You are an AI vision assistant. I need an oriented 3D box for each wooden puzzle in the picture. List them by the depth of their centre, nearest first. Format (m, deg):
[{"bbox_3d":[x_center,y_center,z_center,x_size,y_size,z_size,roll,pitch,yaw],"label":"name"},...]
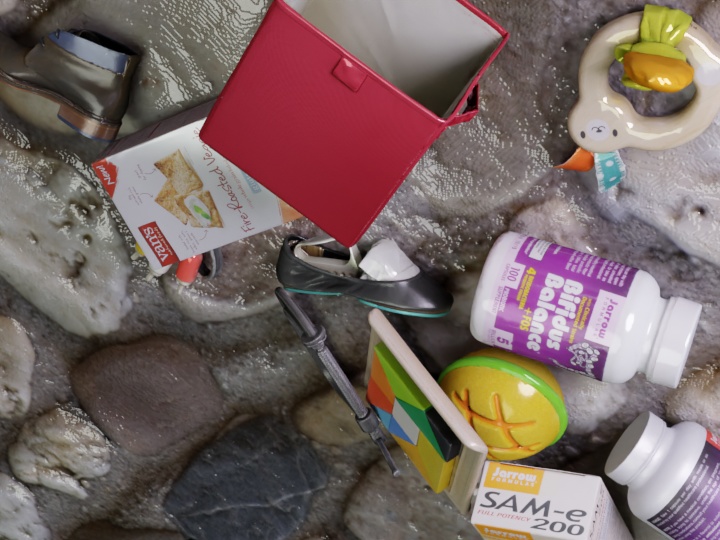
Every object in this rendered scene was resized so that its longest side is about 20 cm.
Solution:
[{"bbox_3d":[0.058,0.152,1.427,0.185,0.037,0.200,51,163,23],"label":"wooden puzzle"}]

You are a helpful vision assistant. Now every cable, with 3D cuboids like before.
[{"bbox_3d":[-0.179,-0.053,1.482,0.097,0.050,0.200,34,133,4],"label":"cable"}]

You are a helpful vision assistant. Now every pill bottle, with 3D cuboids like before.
[{"bbox_3d":[0.213,0.042,1.305,0.200,0.112,0.112,17,130,16],"label":"pill bottle"},{"bbox_3d":[0.347,0.227,1.374,0.200,0.113,0.113,35,133,0],"label":"pill bottle"}]

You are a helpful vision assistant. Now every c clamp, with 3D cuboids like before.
[{"bbox_3d":[-0.026,0.107,1.472,0.027,0.171,0.200,-34,116,-4],"label":"c clamp"}]

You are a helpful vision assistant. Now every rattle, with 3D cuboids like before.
[{"bbox_3d":[0.221,-0.115,1.170,0.130,0.143,0.200,28,129,-19],"label":"rattle"}]

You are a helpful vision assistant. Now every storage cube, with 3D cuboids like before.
[{"bbox_3d":[-0.006,-0.162,1.226,0.200,0.171,0.180,37,133,-2],"label":"storage cube"}]

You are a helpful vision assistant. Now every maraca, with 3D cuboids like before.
[{"bbox_3d":[0.136,0.145,1.433,0.137,0.107,0.200,38,148,-5],"label":"maraca"}]

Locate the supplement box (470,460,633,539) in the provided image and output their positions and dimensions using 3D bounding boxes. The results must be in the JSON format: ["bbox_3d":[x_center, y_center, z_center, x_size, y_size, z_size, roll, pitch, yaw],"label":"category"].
[{"bbox_3d":[0.207,0.278,1.460,0.126,0.074,0.200,4,152,26],"label":"supplement box"}]

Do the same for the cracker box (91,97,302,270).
[{"bbox_3d":[-0.155,-0.095,1.406,0.200,0.058,0.134,-19,113,24],"label":"cracker box"}]

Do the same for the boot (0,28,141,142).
[{"bbox_3d":[-0.315,-0.225,1.430,0.200,0.075,0.097,33,111,8],"label":"boot"}]

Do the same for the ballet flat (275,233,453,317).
[{"bbox_3d":[0.000,0.000,1.420,0.200,0.068,0.069,9,115,22],"label":"ballet flat"}]
